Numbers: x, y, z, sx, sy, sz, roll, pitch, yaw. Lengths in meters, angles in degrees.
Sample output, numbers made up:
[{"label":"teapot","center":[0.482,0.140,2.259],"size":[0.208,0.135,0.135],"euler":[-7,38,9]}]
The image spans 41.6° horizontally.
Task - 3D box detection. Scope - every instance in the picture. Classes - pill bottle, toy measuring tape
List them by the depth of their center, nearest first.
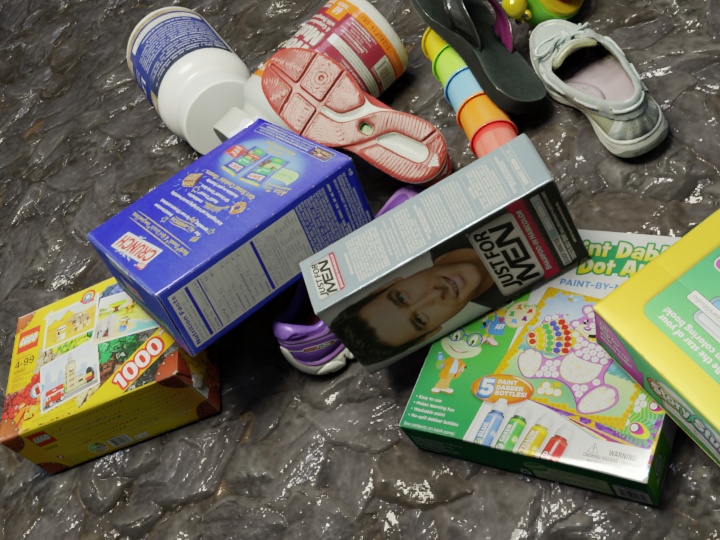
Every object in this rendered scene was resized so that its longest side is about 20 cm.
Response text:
[{"label":"toy measuring tape","center":[0.211,-0.297,0.962],"size":[0.073,0.074,0.200],"euler":[20,48,40]},{"label":"pill bottle","center":[-0.053,-0.186,0.994],"size":[0.200,0.110,0.109],"euler":[-45,46,-7]},{"label":"pill bottle","center":[-0.190,-0.218,1.099],"size":[0.116,0.116,0.200],"euler":[-39,45,-1]}]

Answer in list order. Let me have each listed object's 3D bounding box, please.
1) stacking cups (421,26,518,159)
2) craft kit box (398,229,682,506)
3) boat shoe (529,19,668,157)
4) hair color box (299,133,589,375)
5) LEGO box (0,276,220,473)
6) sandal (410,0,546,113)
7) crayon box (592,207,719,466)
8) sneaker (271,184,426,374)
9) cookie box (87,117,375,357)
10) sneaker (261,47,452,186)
[{"label":"stacking cups","center":[0.111,-0.163,0.920],"size":[0.060,0.061,0.201],"euler":[-25,52,13]},{"label":"craft kit box","center":[0.153,0.059,0.725],"size":[0.199,0.049,0.198],"euler":[6,57,35]},{"label":"boat shoe","center":[0.208,-0.181,0.859],"size":[0.074,0.065,0.203],"euler":[-29,43,8]},{"label":"hair color box","center":[0.065,-0.009,0.734],"size":[0.199,0.099,0.061],"euler":[-29,46,10]},{"label":"LEGO box","center":[-0.237,0.088,0.918],"size":[0.199,0.077,0.150],"euler":[-22,48,16]},{"label":"sandal","center":[0.117,-0.234,0.907],"size":[0.075,0.048,0.201],"euler":[-16,58,-32]},{"label":"crayon box","center":[0.282,0.050,0.608],"size":[0.172,0.058,0.200],"euler":[-37,56,-5]},{"label":"sneaker","center":[0.000,0.000,0.836],"size":[0.080,0.084,0.200],"euler":[24,71,41]},{"label":"cookie box","center":[-0.116,-0.037,0.834],"size":[0.200,0.075,0.171],"euler":[-36,35,-17]},{"label":"sneaker","center":[0.000,-0.132,0.902],"size":[0.200,0.115,0.079],"euler":[37,92,16]}]
